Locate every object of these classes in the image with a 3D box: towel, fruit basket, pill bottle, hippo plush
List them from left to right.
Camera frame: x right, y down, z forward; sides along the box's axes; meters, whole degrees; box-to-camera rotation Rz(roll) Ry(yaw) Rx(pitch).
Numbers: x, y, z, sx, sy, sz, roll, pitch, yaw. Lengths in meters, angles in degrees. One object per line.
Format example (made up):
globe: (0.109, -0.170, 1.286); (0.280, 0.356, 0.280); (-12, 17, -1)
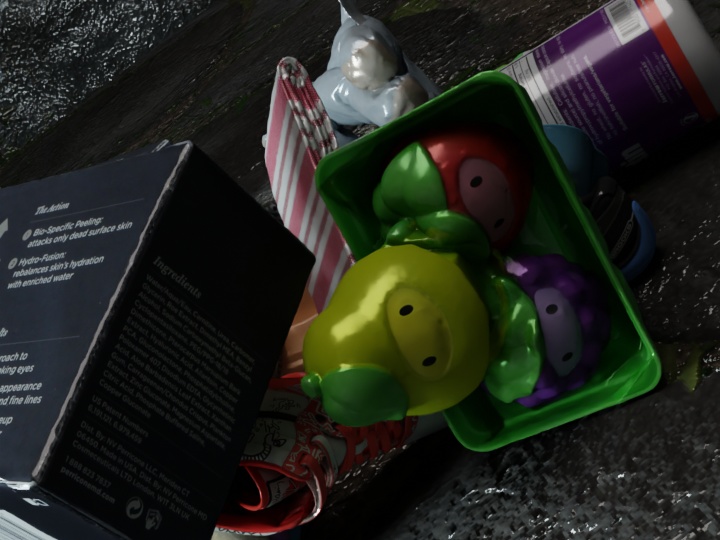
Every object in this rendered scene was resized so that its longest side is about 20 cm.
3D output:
towel: (-0.020, -0.026, 0.861); (0.030, 0.201, 0.146); (-16, -18, -15)
hippo plush: (-0.023, -0.159, 1.228); (0.161, 0.200, 0.159); (-40, -2, 15)
fruit basket: (0.058, 0.009, 0.712); (0.155, 0.216, 0.216); (-25, 24, 26)
pill bottle: (0.164, -0.120, 0.936); (0.200, 0.113, 0.113); (-30, 22, 18)

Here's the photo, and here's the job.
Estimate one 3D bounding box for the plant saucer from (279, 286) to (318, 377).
plant saucer: (-0.050, 0.018, 1.039); (0.200, 0.038, 0.200); (-20, 29, 12)

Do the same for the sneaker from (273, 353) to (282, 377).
sneaker: (-0.126, 0.121, 0.914); (0.112, 0.071, 0.200); (-18, 39, 28)

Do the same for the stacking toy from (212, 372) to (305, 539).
stacking toy: (-0.060, 0.131, 0.826); (0.085, 0.085, 0.200); (-25, 20, 29)

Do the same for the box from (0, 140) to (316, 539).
box: (-0.156, 0.053, 0.706); (0.196, 0.117, 0.200); (-7, 53, 41)

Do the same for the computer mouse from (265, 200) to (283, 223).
computer mouse: (0.000, 0.000, 0.958); (0.110, 0.044, 0.200); (-33, 51, -27)

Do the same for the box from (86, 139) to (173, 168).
box: (-0.291, -0.029, 1.444); (0.200, 0.124, 0.197); (-9, 36, 51)

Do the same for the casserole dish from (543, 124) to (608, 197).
casserole dish: (0.074, -0.047, 0.886); (0.199, 0.121, 0.039); (-5, 59, 4)

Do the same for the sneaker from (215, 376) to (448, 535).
sneaker: (-0.016, 0.103, 0.750); (0.201, 0.067, 0.108); (-2, 29, -14)

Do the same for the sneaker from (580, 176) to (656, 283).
sneaker: (0.094, -0.016, 0.850); (0.199, 0.083, 0.071); (-16, 30, 28)

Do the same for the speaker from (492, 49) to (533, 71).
speaker: (0.091, -0.111, 1.071); (0.200, 0.089, 0.089); (-25, 24, 28)
